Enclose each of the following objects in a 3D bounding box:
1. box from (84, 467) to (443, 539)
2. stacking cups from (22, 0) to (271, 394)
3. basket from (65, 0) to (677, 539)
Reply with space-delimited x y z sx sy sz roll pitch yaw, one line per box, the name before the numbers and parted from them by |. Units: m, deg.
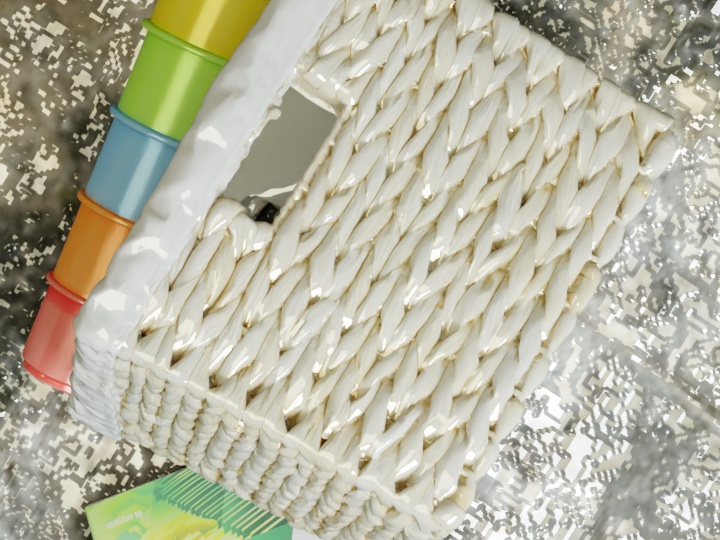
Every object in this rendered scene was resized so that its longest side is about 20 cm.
box | -0.023 0.169 1.165 0.144 0.036 0.201 -22 71 9
stacking cups | -0.094 -0.044 1.179 0.060 0.061 0.201 27 97 6
basket | 0.000 0.000 1.081 0.160 0.200 0.199 31 77 1
